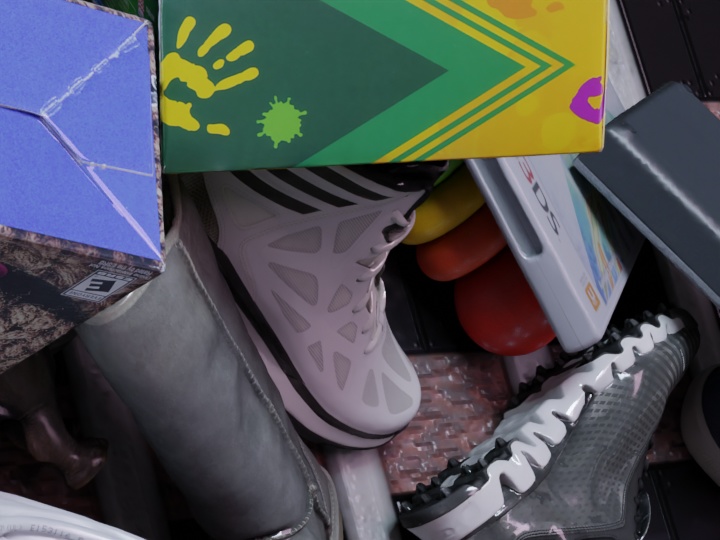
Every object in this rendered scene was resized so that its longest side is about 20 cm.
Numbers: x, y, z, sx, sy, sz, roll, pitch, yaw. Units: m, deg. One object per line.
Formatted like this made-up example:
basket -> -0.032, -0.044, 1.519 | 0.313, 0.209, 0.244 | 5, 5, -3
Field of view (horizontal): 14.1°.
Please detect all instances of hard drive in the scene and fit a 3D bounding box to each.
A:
hard drive -> 0.194, -0.003, 1.365 | 0.200, 0.033, 0.140 | 45, 22, 5

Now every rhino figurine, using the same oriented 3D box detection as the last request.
rhino figurine -> -0.120, -0.010, 1.174 | 0.087, 0.060, 0.201 | 40, 46, -24

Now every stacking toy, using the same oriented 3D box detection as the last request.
stacking toy -> 0.027, -0.045, 1.314 | 0.201, 0.085, 0.085 | 55, 44, -12

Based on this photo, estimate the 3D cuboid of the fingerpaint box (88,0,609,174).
fingerpaint box -> -0.011, -0.101, 1.122 | 0.166, 0.200, 0.074 | -3, 108, -11

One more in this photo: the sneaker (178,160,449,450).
sneaker -> 0.000, 0.000, 1.200 | 0.201, 0.115, 0.076 | 46, 28, -45

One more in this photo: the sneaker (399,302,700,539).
sneaker -> 0.101, 0.091, 1.317 | 0.200, 0.066, 0.091 | -39, 99, -42

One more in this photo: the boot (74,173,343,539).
boot -> -0.055, 0.076, 1.104 | 0.182, 0.072, 0.201 | -101, 176, -46

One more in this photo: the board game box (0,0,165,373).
board game box -> -0.189, -0.023, 1.019 | 0.159, 0.200, 0.098 | 13, 61, -36

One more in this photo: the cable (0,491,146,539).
cable -> -0.101, 0.136, 0.981 | 0.200, 0.070, 0.199 | 31, 13, 37

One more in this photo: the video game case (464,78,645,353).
video game case -> 0.079, -0.079, 1.344 | 0.183, 0.022, 0.200 | 62, 22, -12

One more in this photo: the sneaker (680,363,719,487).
sneaker -> 0.248, 0.111, 1.419 | 0.200, 0.084, 0.075 | 40, 48, -20
